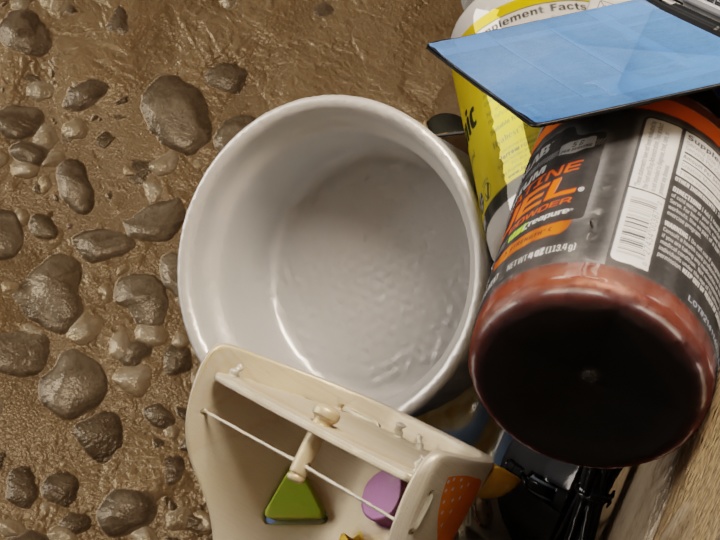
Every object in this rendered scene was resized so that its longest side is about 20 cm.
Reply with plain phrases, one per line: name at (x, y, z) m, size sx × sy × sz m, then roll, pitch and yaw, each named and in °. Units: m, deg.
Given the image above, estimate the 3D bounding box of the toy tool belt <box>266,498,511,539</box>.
toy tool belt at (-0.012, 0.156, 1.199) m, size 0.123 × 0.200 × 0.125 m, roll 10°, pitch -104°, yaw -61°

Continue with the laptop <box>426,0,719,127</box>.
laptop at (0.144, -0.157, 0.970) m, size 0.200 × 0.116 × 0.187 m, roll -65°, pitch 19°, yaw 10°

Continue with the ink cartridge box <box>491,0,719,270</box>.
ink cartridge box at (0.139, -0.057, 1.053) m, size 0.039 × 0.099 × 0.200 m, roll 101°, pitch -169°, yaw -60°

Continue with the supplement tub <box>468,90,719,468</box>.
supplement tub at (0.118, -0.012, 0.930) m, size 0.200 × 0.107 × 0.107 m, roll -68°, pitch 1°, yaw -49°

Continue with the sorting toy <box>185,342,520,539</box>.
sorting toy at (-0.020, 0.157, 1.079) m, size 0.200 × 0.107 × 0.180 m, roll 23°, pitch 92°, yaw 51°

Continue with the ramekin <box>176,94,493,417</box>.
ramekin at (0.000, 0.000, 1.235) m, size 0.098 × 0.200 × 0.201 m, roll 5°, pitch -70°, yaw -64°

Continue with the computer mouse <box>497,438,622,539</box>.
computer mouse at (0.108, 0.086, 1.073) m, size 0.200 × 0.046 × 0.141 m, roll -70°, pitch 1°, yaw -81°

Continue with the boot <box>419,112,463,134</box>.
boot at (0.134, -0.102, 1.476) m, size 0.077 × 0.200 × 0.138 m, roll 14°, pitch -71°, yaw -47°

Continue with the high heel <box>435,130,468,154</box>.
high heel at (0.117, -0.087, 1.315) m, size 0.200 × 0.142 × 0.071 m, roll -51°, pitch 20°, yaw 43°

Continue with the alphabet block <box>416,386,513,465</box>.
alphabet block at (0.039, 0.060, 1.408) m, size 0.200 × 0.195 × 0.197 m, roll -65°, pitch -1°, yaw -83°

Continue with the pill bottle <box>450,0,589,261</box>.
pill bottle at (0.111, -0.099, 1.171) m, size 0.111 × 0.111 × 0.200 m, roll 113°, pitch 153°, yaw -55°
